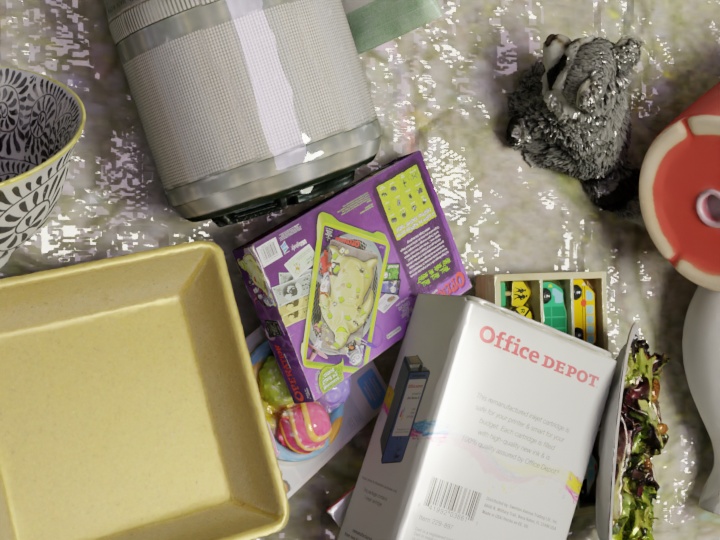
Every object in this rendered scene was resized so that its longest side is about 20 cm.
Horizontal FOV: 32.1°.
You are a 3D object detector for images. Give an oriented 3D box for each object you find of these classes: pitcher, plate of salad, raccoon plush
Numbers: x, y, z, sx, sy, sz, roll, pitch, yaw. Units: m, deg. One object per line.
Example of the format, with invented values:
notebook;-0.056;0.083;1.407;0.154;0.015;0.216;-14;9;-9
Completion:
pitcher;0.358;0.095;1.096;0.170;0.120;0.203;-19;109;-43
plate of salad;0.218;0.143;0.986;0.047;0.200;0.203;4;87;18
raccoon plush;0.212;-0.119;1.009;0.198;0.134;0.098;28;78;-21

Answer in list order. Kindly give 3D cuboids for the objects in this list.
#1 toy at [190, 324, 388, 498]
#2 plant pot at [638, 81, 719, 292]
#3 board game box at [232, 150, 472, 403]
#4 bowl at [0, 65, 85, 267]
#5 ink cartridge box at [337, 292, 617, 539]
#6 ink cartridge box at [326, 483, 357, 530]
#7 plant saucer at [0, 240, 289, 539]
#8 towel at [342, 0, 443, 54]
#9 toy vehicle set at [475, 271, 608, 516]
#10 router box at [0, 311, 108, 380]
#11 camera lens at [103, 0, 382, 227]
toy;-0.054;0.102;0.914;0.199;0.047;0.116;-38;106;-33
plant pot;0.331;-0.077;1.008;0.176;0.199;0.203;-24;100;-37
board game box;0.000;0.000;0.935;0.199;0.032;0.121;-32;100;-43
bowl;-0.270;-0.050;0.791;0.198;0.201;0.095;-14;126;-23
ink cartridge box;0.088;0.133;0.924;0.144;0.087;0.202;21;83;-25
ink cartridge box;0.056;0.231;0.986;0.109;0.050;0.201;-37;103;-20
plant saucer;-0.165;0.098;0.817;0.198;0.048;0.203;-12;78;-22
towel;-0.033;-0.251;0.894;0.023;0.152;0.202;-32;101;-34
toy vehicle set;0.152;0.102;1.031;0.123;0.026;0.203;-2;91;-33
router box;-0.212;0.148;0.865;0.148;0.051;0.202;-24;99;-24
camera lens;-0.082;-0.142;0.865;0.158;0.160;0.203;-21;99;-22
